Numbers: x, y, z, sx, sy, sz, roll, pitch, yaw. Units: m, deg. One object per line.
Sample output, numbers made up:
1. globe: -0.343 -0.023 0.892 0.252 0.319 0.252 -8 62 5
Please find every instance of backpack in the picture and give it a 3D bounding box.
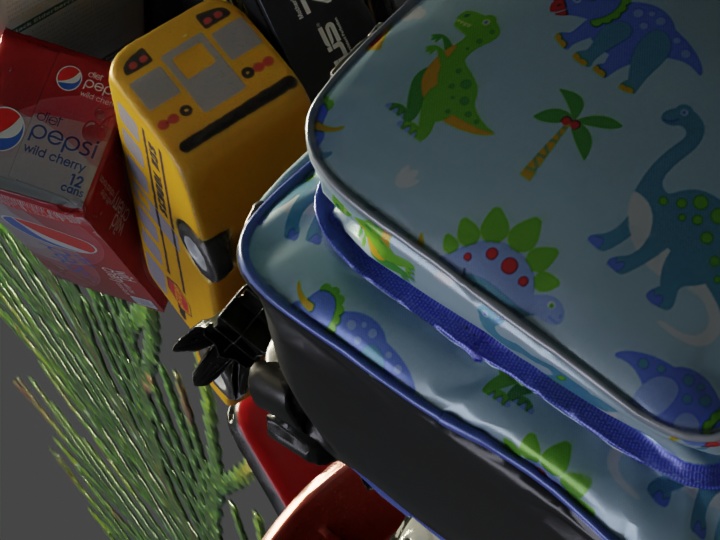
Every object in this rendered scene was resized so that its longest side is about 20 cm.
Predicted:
1. backpack: 0.086 -0.016 0.634 0.182 0.200 0.147 34 155 20

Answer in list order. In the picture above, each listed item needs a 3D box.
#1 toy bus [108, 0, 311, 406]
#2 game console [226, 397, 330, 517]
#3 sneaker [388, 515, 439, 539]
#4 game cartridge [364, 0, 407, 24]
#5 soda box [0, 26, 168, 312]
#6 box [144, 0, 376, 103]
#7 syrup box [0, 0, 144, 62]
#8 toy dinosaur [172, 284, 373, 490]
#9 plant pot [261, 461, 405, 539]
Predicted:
1. toy bus: -0.056 -0.022 0.990 0.078 0.065 0.200 49 162 24
2. game console: -0.004 0.136 1.323 0.118 0.172 0.201 -25 98 46
3. sneaker: 0.049 0.089 0.916 0.076 0.087 0.202 69 -166 -73
4. game cartridge: -0.016 -0.107 1.064 0.133 0.041 0.201 45 159 49
5. soda box: -0.122 -0.041 1.046 0.063 0.071 0.200 18 170 9
6. box: -0.069 -0.149 0.997 0.200 0.049 0.162 25 142 64
7. syrup box: -0.148 -0.131 1.037 0.079 0.081 0.200 56 164 14
8. toy dinosaur: 0.000 0.000 0.930 0.101 0.136 0.201 16 136 20
9. plant pot: 0.065 0.204 1.066 0.195 0.201 0.201 41 176 -35
